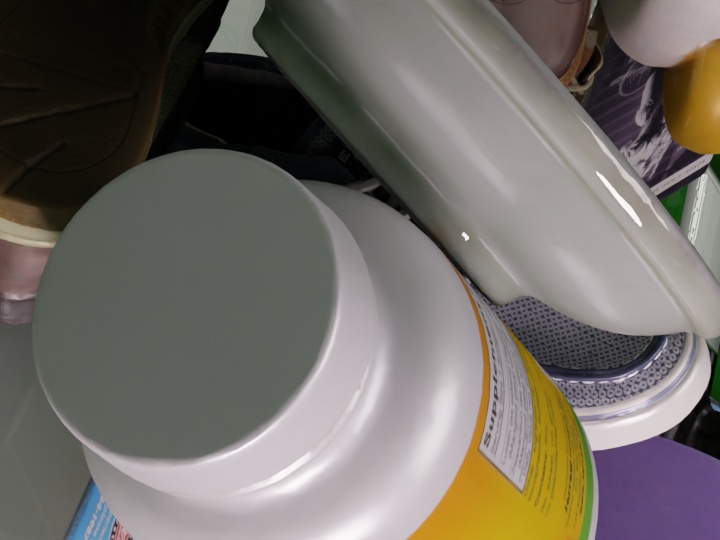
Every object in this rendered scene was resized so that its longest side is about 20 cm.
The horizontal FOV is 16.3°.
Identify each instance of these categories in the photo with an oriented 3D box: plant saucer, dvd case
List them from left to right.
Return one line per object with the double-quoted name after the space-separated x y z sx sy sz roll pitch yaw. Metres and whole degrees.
0.022 -0.044 0.712 0.050 0.200 0.200 -43 156 1 "plant saucer"
0.143 -0.089 1.205 0.148 0.016 0.200 -30 152 -34 "dvd case"

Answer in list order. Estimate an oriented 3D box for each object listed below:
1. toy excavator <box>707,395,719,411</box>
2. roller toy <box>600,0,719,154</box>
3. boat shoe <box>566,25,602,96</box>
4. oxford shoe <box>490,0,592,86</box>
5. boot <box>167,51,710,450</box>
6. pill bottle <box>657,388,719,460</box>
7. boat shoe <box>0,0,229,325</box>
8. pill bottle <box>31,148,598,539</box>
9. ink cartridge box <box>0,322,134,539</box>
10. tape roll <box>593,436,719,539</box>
0.102 0.076 1.195 0.200 0.194 0.100 133 -27 -75 "toy excavator"
0.169 -0.163 1.005 0.183 0.139 0.200 -90 -169 -46 "roller toy"
0.066 -0.096 1.087 0.076 0.072 0.201 -15 112 -68 "boat shoe"
0.065 -0.171 1.017 0.073 0.071 0.201 152 -66 -81 "oxford shoe"
0.015 -0.009 0.814 0.073 0.199 0.090 -57 147 -27 "boot"
0.074 0.083 0.999 0.112 0.199 0.112 9 90 -71 "pill bottle"
-0.080 -0.066 0.725 0.200 0.073 0.065 -70 -176 -49 "boat shoe"
-0.010 0.042 0.690 0.200 0.111 0.111 46 56 -62 "pill bottle"
-0.072 0.085 0.797 0.200 0.066 0.116 70 34 -52 "ink cartridge box"
0.075 0.156 0.921 0.085 0.199 0.201 -78 164 -48 "tape roll"
